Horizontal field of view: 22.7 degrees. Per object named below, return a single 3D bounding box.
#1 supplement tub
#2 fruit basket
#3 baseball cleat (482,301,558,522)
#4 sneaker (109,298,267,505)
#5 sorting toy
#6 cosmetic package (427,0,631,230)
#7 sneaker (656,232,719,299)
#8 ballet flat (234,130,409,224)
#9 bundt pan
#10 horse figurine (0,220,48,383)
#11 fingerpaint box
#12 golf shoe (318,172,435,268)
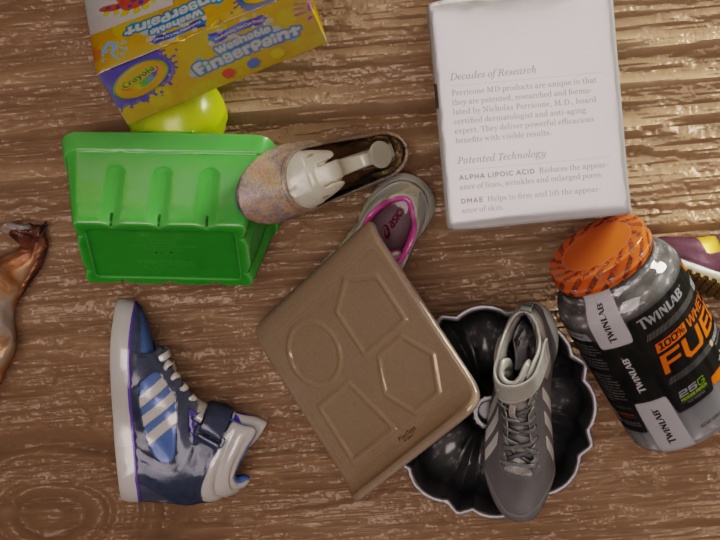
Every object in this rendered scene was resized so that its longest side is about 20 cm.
[{"bbox_3d":[0.258,0.055,1.630,0.122,0.123,0.201,-31,114,6],"label":"supplement tub"},{"bbox_3d":[-0.174,-0.099,1.680,0.214,0.156,0.217,-1,53,1],"label":"fruit basket"},{"bbox_3d":[0.137,0.129,1.604,0.069,0.106,0.202,1,91,17],"label":"baseball cleat"},{"bbox_3d":[-0.164,0.124,1.718,0.145,0.081,0.202,-3,92,-5],"label":"sneaker"},{"bbox_3d":[0.007,0.084,1.645,0.185,0.036,0.201,-42,71,36],"label":"sorting toy"},{"bbox_3d":[0.151,-0.147,1.623,0.164,0.165,0.202,-6,94,4],"label":"cosmetic package"},{"bbox_3d":[0.368,-0.017,1.676,0.199,0.075,0.091,15,78,3],"label":"sneaker"},{"bbox_3d":[-0.029,-0.093,1.628,0.067,0.199,0.069,-10,101,44],"label":"ballet flat"},{"bbox_3d":[0.122,0.128,1.695,0.200,0.076,0.204,0,96,4],"label":"bundt pan"},{"bbox_3d":[-0.374,0.047,1.725,0.132,0.050,0.202,5,88,-14],"label":"horse figurine"},{"bbox_3d":[-0.146,-0.244,1.632,0.199,0.167,0.074,-22,138,5],"label":"fingerpaint box"},{"bbox_3d":[0.000,0.000,1.684,0.075,0.092,0.201,28,98,0],"label":"golf shoe"}]
